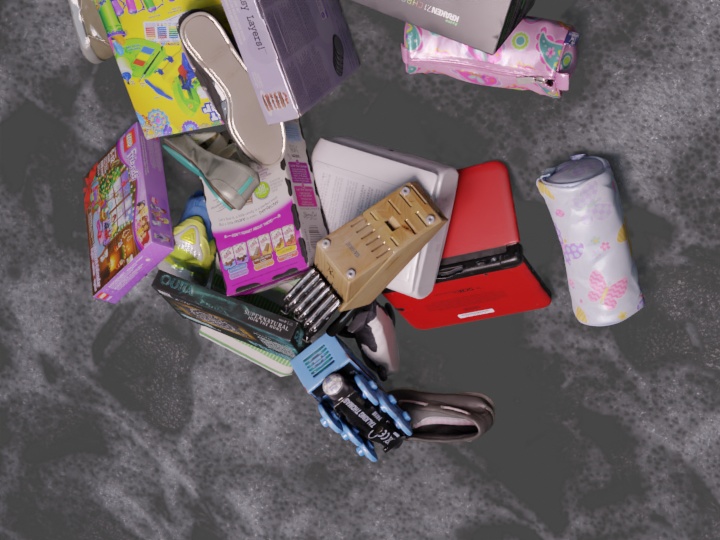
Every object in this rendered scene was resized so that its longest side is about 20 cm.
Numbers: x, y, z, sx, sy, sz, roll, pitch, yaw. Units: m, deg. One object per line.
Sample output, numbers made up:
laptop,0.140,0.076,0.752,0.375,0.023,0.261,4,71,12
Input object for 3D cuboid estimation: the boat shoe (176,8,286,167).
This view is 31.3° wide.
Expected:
boat shoe,-0.146,-0.212,1.481,0.067,0.057,0.200,-32,110,-4

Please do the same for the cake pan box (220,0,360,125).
cake pan box,-0.083,-0.291,1.471,0.052,0.184,0.201,-10,113,27

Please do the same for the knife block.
knife block,0.000,0.000,1.532,0.064,0.200,0.176,51,163,15

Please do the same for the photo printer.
photo printer,0.011,-0.072,1.584,0.200,0.069,0.167,19,105,29

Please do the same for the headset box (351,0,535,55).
headset box,0.097,-0.324,1.369,0.174,0.200,0.093,23,124,10

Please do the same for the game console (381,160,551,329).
game console,0.125,-0.026,1.629,0.199,0.119,0.172,-12,143,28

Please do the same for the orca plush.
orca plush,0.001,0.089,1.660,0.071,0.200,0.106,-1,79,11

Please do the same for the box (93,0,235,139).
box,-0.185,-0.281,1.556,0.199,0.122,0.193,-7,114,25

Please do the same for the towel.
towel,-0.134,0.046,1.712,0.152,0.023,0.200,27,132,9

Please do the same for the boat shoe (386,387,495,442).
boat shoe,0.083,0.199,1.735,0.199,0.057,0.067,-5,115,25

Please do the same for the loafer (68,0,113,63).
loafer,-0.335,-0.362,1.613,0.069,0.075,0.201,-8,119,13

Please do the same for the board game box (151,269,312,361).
board game box,-0.160,0.063,1.657,0.199,0.028,0.135,21,165,15

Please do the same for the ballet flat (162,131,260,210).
ballet flat,-0.174,-0.131,1.539,0.064,0.200,0.067,-48,128,-1

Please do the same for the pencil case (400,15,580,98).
pencil case,0.148,-0.249,1.457,0.199,0.087,0.088,13,121,17

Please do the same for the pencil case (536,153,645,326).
pencil case,0.273,-0.033,1.523,0.090,0.083,0.201,-12,112,21

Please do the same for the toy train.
toy train,-0.006,0.164,1.647,0.087,0.114,0.200,-37,142,5

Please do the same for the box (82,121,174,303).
box,-0.308,-0.077,1.688,0.039,0.201,0.137,19,135,-40

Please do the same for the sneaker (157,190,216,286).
sneaker,-0.216,-0.043,1.722,0.076,0.105,0.200,27,162,-7

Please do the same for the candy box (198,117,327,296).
candy box,-0.121,-0.082,1.591,0.136,0.061,0.201,-18,82,33
